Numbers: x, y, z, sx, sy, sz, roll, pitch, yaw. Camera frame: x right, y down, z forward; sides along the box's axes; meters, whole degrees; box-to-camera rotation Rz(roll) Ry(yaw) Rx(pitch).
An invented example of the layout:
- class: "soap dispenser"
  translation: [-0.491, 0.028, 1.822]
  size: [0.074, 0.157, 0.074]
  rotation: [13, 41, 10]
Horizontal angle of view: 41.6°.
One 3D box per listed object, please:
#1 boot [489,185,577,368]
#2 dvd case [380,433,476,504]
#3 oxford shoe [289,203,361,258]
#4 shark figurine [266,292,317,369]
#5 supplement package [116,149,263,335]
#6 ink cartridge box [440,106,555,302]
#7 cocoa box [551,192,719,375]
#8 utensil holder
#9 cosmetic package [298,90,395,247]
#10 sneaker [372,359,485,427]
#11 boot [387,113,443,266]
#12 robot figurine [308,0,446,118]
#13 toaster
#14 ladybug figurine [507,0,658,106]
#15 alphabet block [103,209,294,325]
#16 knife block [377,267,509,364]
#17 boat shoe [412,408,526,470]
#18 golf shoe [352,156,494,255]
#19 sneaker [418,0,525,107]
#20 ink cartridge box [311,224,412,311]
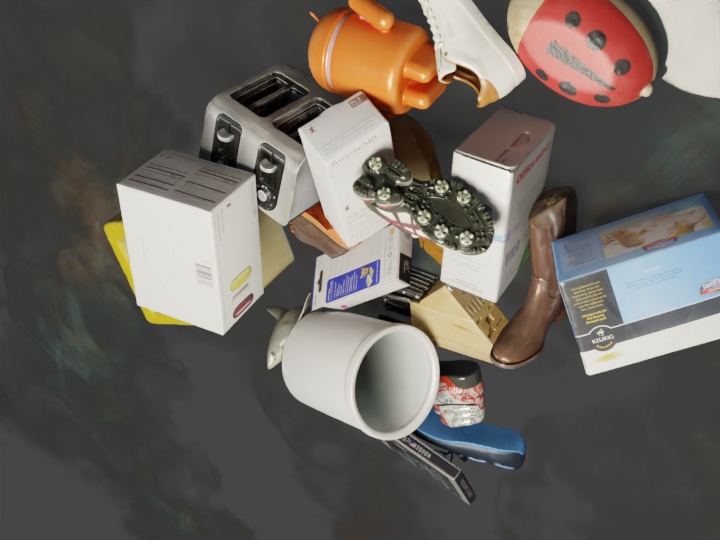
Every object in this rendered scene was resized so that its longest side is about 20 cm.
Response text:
- class: "boot"
  translation: [0.226, 0.004, 1.234]
  size: [0.064, 0.186, 0.202]
  rotation: [21, 134, 30]
- class: "dvd case"
  translation: [0.099, 0.310, 1.592]
  size: [0.199, 0.025, 0.151]
  rotation: [32, 165, 30]
- class: "oxford shoe"
  translation: [-0.091, -0.084, 1.431]
  size: [0.199, 0.072, 0.073]
  rotation: [39, 127, -20]
- class: "shark figurine"
  translation: [-0.112, 0.085, 1.584]
  size: [0.088, 0.214, 0.130]
  rotation: [19, 97, 17]
- class: "supplement package"
  translation: [-0.230, -0.040, 1.312]
  size: [0.154, 0.111, 0.202]
  rotation: [17, 129, 22]
- class: "ink cartridge box"
  translation: [0.178, -0.087, 1.226]
  size: [0.087, 0.145, 0.202]
  rotation: [22, 132, 22]
- class: "cocoa box"
  translation: [0.343, 0.014, 1.136]
  size: [0.197, 0.134, 0.133]
  rotation: [-18, 110, 15]
- class: "utensil holder"
  translation: [-0.005, 0.153, 1.453]
  size: [0.199, 0.169, 0.172]
  rotation: [9, 128, 52]
- class: "cosmetic package"
  translation: [-0.008, -0.129, 1.256]
  size: [0.074, 0.101, 0.201]
  rotation: [52, 170, 28]
- class: "sneaker"
  translation: [0.110, 0.197, 1.542]
  size: [0.199, 0.067, 0.109]
  rotation: [3, 120, 32]
- class: "boot"
  translation: [0.083, -0.107, 1.338]
  size: [0.144, 0.070, 0.203]
  rotation: [89, 157, -67]
- class: "robot figurine"
  translation: [0.016, -0.276, 1.234]
  size: [0.198, 0.118, 0.144]
  rotation: [22, 176, 23]
- class: "toaster"
  translation: [-0.101, -0.182, 1.344]
  size: [0.180, 0.199, 0.120]
  rotation: [36, 138, 21]
- class: "ladybug figurine"
  translation: [0.252, -0.260, 1.098]
  size: [0.199, 0.072, 0.137]
  rotation: [34, 135, 12]
- class: "alphabet block"
  translation: [-0.259, -0.045, 1.547]
  size: [0.194, 0.200, 0.198]
  rotation: [-2, 119, 38]
- class: "knife block"
  translation: [0.119, 0.077, 1.451]
  size: [0.201, 0.064, 0.175]
  rotation: [49, 137, -4]
- class: "boat shoe"
  translation: [0.171, 0.287, 1.553]
  size: [0.198, 0.084, 0.069]
  rotation: [17, 133, 29]
- class: "golf shoe"
  translation: [0.084, -0.073, 1.173]
  size: [0.199, 0.078, 0.088]
  rotation: [32, 168, 26]
- class: "sneaker"
  translation: [0.108, -0.286, 1.154]
  size: [0.201, 0.084, 0.073]
  rotation: [51, 178, 11]
- class: "ink cartridge box"
  translation: [0.000, 0.000, 1.462]
  size: [0.037, 0.096, 0.199]
  rotation: [24, 149, -38]
